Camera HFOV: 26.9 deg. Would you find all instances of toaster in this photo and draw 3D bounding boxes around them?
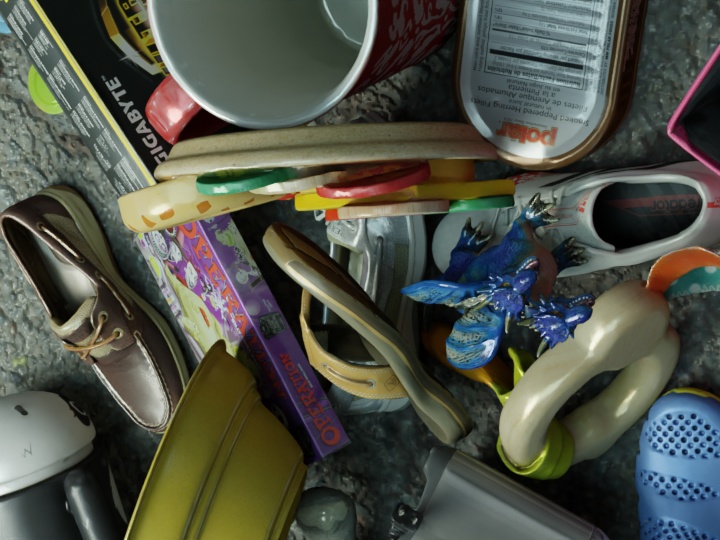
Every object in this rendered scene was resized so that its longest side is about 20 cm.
[{"bbox_3d":[0.081,0.191,0.945,0.128,0.114,0.200,24,158,10],"label":"toaster"}]

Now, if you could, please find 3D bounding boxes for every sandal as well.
[{"bbox_3d":[0.202,0.173,0.930,0.079,0.087,0.203,3,105,26],"label":"sandal"},{"bbox_3d":[0.000,0.051,0.915,0.054,0.080,0.200,-41,127,-1],"label":"sandal"}]

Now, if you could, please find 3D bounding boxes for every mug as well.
[{"bbox_3d":[-0.036,-0.159,0.874,0.176,0.200,0.135,-10,100,25],"label":"mug"}]

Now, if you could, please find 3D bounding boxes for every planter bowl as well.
[{"bbox_3d":[-0.085,0.152,0.943,0.083,0.201,0.202,20,114,3],"label":"planter bowl"}]

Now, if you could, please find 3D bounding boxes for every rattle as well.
[{"bbox_3d":[0.135,0.019,0.914,0.144,0.129,0.201,-112,32,-43],"label":"rattle"}]

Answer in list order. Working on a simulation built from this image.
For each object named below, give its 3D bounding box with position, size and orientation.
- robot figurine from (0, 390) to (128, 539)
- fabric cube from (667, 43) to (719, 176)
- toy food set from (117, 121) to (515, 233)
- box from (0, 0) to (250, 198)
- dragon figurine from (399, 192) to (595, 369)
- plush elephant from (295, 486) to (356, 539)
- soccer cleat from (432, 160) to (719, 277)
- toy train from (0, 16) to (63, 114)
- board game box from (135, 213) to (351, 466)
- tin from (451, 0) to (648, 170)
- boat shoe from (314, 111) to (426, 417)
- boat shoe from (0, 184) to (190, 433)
[{"bbox_3d":[-0.235,0.190,1.124,0.149,0.125,0.202,-15,99,10],"label":"robot figurine"},{"bbox_3d":[0.300,-0.107,0.735,0.199,0.199,0.197,37,116,11],"label":"fabric cube"},{"bbox_3d":[-0.019,-0.051,0.831,0.197,0.199,0.049,-2,92,47],"label":"toy food set"},{"bbox_3d":[-0.127,-0.153,0.946,0.201,0.159,0.049,57,143,0],"label":"box"},{"bbox_3d":[0.065,0.016,0.865,0.199,0.099,0.059,-20,110,52],"label":"dragon figurine"},{"bbox_3d":[-0.072,0.269,1.039,0.164,0.154,0.202,-8,109,45],"label":"plush elephant"},{"bbox_3d":[0.128,-0.029,0.900,0.198,0.085,0.070,-7,89,25],"label":"soccer cleat"},{"bbox_3d":[-0.174,-0.126,1.002,0.084,0.116,0.202,-22,95,29],"label":"toy train"},{"bbox_3d":[-0.083,0.043,1.016,0.201,0.032,0.120,62,148,5],"label":"board game box"},{"bbox_3d":[0.113,-0.159,0.902,0.111,0.042,0.202,15,111,25],"label":"tin"},{"bbox_3d":[-0.001,0.000,0.973,0.074,0.064,0.204,-139,45,-57],"label":"boat shoe"},{"bbox_3d":[-0.195,0.035,1.085,0.072,0.072,0.201,-27,92,29],"label":"boat shoe"}]
